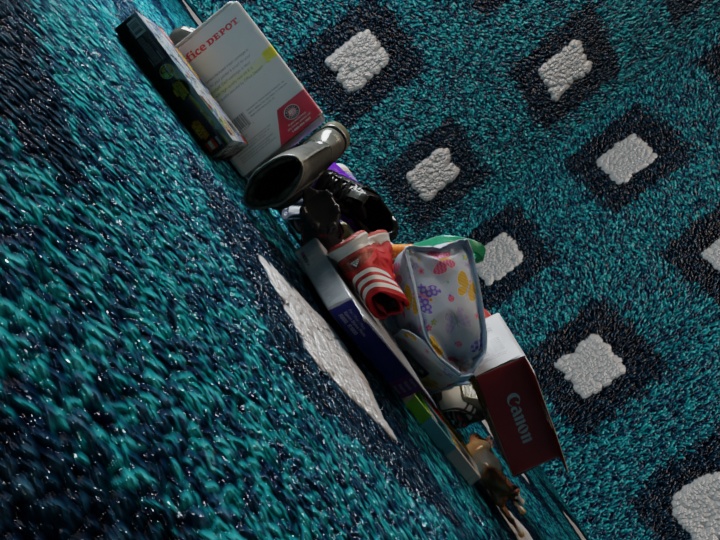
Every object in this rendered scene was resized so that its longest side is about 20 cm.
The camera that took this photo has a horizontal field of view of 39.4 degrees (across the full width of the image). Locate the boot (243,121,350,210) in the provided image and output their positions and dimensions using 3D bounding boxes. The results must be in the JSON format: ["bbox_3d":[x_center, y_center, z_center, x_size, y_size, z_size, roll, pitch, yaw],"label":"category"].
[{"bbox_3d":[-0.102,-0.116,1.332,0.072,0.182,0.200,41,31,-7],"label":"boot"}]

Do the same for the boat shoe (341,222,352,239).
[{"bbox_3d":[0.000,0.000,1.599,0.071,0.063,0.200,10,29,-35],"label":"boat shoe"}]

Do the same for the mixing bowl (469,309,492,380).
[{"bbox_3d":[0.183,0.128,1.807,0.199,0.108,0.201,34,-32,25],"label":"mixing bowl"}]

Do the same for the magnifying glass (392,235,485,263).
[{"bbox_3d":[0.100,-0.031,1.532,0.199,0.023,0.079,-2,-21,38],"label":"magnifying glass"}]

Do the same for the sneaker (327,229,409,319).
[{"bbox_3d":[0.018,0.012,1.344,0.116,0.078,0.200,62,16,5],"label":"sneaker"}]

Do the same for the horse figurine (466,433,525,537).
[{"bbox_3d":[0.204,0.312,1.533,0.133,0.050,0.200,57,3,-36],"label":"horse figurine"}]

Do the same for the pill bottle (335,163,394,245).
[{"bbox_3d":[-0.020,-0.076,1.758,0.201,0.119,0.120,55,5,21],"label":"pill bottle"}]

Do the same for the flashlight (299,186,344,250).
[{"bbox_3d":[-0.052,-0.060,1.388,0.200,0.067,0.069,117,-20,-82],"label":"flashlight"}]

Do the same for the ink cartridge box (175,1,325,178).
[{"bbox_3d":[-0.165,-0.253,1.421,0.201,0.145,0.083,53,3,-1],"label":"ink cartridge box"}]

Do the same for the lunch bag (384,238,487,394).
[{"bbox_3d":[0.101,0.074,1.451,0.170,0.126,0.202,138,-58,-72],"label":"lunch bag"}]

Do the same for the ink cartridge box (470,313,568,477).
[{"bbox_3d":[0.225,0.197,1.508,0.176,0.083,0.201,-112,179,-63],"label":"ink cartridge box"}]

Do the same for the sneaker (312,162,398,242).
[{"bbox_3d":[-0.019,-0.109,1.455,0.199,0.070,0.099,37,-10,-14],"label":"sneaker"}]

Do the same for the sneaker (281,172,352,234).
[{"bbox_3d":[-0.116,-0.125,1.555,0.199,0.109,0.070,20,-10,29],"label":"sneaker"}]

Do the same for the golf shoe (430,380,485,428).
[{"bbox_3d":[0.172,0.204,1.691,0.200,0.087,0.078,43,38,-58],"label":"golf shoe"}]

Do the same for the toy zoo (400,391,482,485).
[{"bbox_3d":[0.111,0.222,1.428,0.200,0.020,0.131,52,4,-18],"label":"toy zoo"}]

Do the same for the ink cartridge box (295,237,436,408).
[{"bbox_3d":[0.005,0.076,1.311,0.197,0.043,0.200,52,4,-36],"label":"ink cartridge box"}]

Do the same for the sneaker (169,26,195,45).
[{"bbox_3d":[-0.233,-0.295,1.539,0.201,0.075,0.115,54,6,-1],"label":"sneaker"}]

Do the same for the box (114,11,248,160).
[{"bbox_3d":[-0.228,-0.235,1.306,0.201,0.040,0.137,53,5,-2],"label":"box"}]
